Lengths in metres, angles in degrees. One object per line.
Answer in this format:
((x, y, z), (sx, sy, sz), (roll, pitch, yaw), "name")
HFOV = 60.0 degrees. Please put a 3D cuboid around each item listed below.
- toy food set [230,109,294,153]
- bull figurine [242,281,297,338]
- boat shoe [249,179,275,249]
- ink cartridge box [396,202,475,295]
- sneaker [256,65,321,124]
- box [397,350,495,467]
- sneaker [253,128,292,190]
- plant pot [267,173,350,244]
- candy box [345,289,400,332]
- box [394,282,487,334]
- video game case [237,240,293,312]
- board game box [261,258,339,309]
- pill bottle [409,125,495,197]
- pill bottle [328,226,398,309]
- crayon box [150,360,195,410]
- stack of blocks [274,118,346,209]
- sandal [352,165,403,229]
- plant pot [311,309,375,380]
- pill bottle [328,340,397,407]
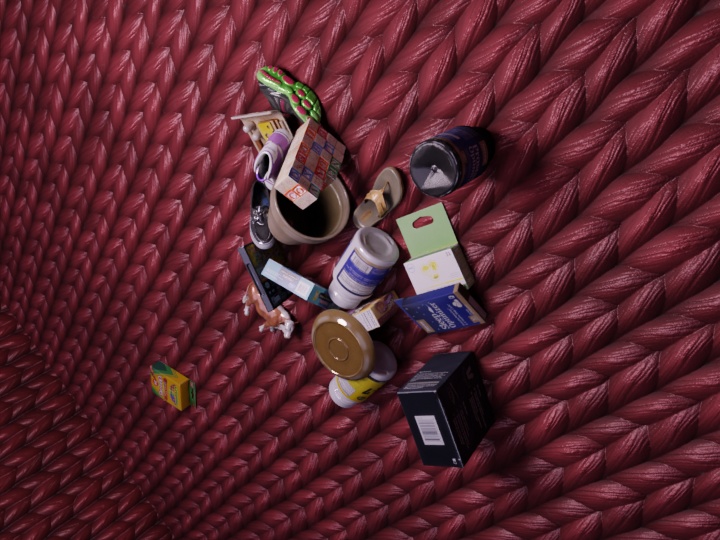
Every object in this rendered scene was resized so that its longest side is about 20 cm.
((-0.231, -0.310, 1.581), (0.142, 0.061, 0.201), (3, 133, 37), "toy food set")
((-0.271, 0.124, 1.845), (0.201, 0.065, 0.121), (53, 129, 6), "bull figurine")
((-0.260, -0.154, 1.643), (0.069, 0.202, 0.066), (-3, 148, -3), "boat shoe")
((0.164, -0.039, 1.449), (0.145, 0.048, 0.202), (-17, 102, 42), "ink cartridge box")
((-0.171, -0.415, 1.520), (0.200, 0.077, 0.084), (44, 153, 12), "sneaker")
((0.208, 0.326, 1.485), (0.117, 0.200, 0.199), (-11, 104, 39), "box")
((-0.226, -0.242, 1.517), (0.072, 0.115, 0.201), (25, 147, 6), "sneaker")
((-0.152, -0.146, 1.561), (0.201, 0.199, 0.173), (59, 147, -2), "plant pot")
((0.001, 0.124, 1.604), (0.199, 0.116, 0.057), (-26, 95, 41), "candy box")
((0.184, 0.097, 1.474), (0.199, 0.033, 0.121), (-18, 128, 42), "box")
((-0.245, 0.000, 1.683), (0.025, 0.200, 0.182), (-22, 97, 18), "video game case")
((-0.147, 0.043, 1.633), (0.150, 0.200, 0.047), (28, 88, 24), "board game box")
((0.189, -0.224, 1.237), (0.111, 0.200, 0.113), (17, 121, 30), "pill bottle")
((0.000, 0.000, 1.543), (0.120, 0.119, 0.201), (45, 131, 11), "pill bottle")
((-0.702, 0.437, 2.336), (0.199, 0.051, 0.128), (22, 122, 27), "crayon box")
((-0.113, -0.240, 1.442), (0.115, 0.201, 0.058), (36, 138, -25), "stack of blocks")
((0.036, -0.161, 1.482), (0.080, 0.054, 0.200), (49, 132, 7), "sandal")
((-0.051, 0.196, 1.583), (0.198, 0.027, 0.202), (17, 121, 31), "plant pot")
((0.002, 0.285, 1.682), (0.115, 0.114, 0.200), (49, 132, 8), "pill bottle")
